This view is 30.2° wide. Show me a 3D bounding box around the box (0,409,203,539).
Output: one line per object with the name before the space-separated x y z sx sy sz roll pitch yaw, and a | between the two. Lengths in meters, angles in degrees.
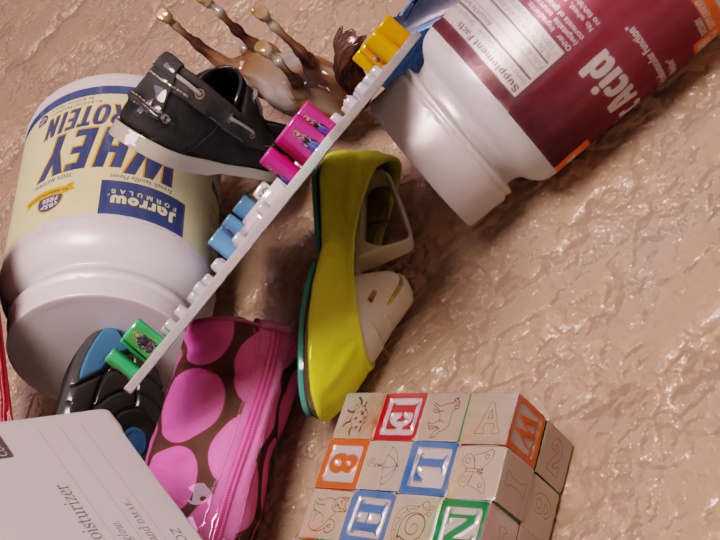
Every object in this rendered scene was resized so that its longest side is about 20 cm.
box | -0.151 0.205 0.631 0.199 0.130 0.201 40 124 44

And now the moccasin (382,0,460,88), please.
moccasin | 0.094 -0.183 0.880 0.199 0.081 0.069 -24 57 8

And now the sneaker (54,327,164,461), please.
sneaker | -0.173 0.136 0.822 0.082 0.073 0.202 -8 73 49

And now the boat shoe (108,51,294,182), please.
boat shoe | -0.085 -0.099 0.884 0.072 0.200 0.068 26 99 23

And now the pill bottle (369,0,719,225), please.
pill bottle | 0.110 -0.127 0.782 0.200 0.114 0.114 -41 40 9

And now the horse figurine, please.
horse figurine | -0.053 -0.141 0.932 0.199 0.132 0.050 23 80 47

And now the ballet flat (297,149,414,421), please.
ballet flat | 0.000 0.000 0.823 0.067 0.067 0.201 -7 49 12

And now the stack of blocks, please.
stack of blocks | 0.022 0.163 0.667 0.115 0.059 0.201 -4 56 40

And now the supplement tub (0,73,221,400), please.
supplement tub | -0.170 -0.021 0.923 0.144 0.145 0.201 -26 44 24

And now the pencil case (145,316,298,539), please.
pencil case | -0.086 0.119 0.782 0.094 0.090 0.201 128 158 -59

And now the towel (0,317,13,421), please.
towel | -0.242 0.073 0.877 0.022 0.200 0.145 -6 64 -15

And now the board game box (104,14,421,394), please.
board game box | -0.054 -0.044 0.768 0.200 0.026 0.200 -48 5 30
